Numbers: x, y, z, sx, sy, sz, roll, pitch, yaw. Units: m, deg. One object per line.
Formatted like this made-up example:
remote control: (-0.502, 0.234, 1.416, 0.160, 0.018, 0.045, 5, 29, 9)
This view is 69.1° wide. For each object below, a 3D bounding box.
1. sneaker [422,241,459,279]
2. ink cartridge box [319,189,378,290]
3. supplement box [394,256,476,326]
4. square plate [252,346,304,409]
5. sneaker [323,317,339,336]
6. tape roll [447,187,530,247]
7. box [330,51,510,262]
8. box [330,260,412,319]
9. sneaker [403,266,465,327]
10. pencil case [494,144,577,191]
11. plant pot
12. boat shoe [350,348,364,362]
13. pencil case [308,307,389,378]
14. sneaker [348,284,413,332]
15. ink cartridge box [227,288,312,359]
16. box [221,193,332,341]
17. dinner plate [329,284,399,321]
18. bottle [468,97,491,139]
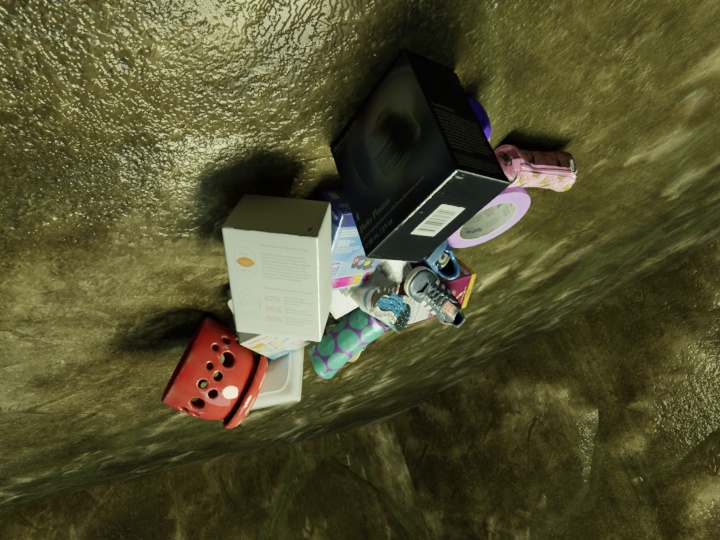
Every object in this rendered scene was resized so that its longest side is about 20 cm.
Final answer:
sneaker: (0.148, -0.051, 1.107, 0.074, 0.082, 0.199, -48, 127, 0)
ink cartridge box: (-0.019, -0.068, 0.940, 0.134, 0.076, 0.204, -11, 133, -39)
supplement box: (0.156, 0.034, 1.241, 0.196, 0.131, 0.106, -12, 130, -32)
square plate: (-0.215, 0.223, 1.258, 0.194, 0.206, 0.028, -18, 148, 33)
sneaker: (-0.051, 0.139, 1.369, 0.075, 0.114, 0.200, -25, 156, 13)
tape roll: (0.260, -0.131, 1.120, 0.195, 0.067, 0.201, -19, 156, -8)
box: (0.072, -0.151, 0.746, 0.121, 0.203, 0.200, 3, 147, -39)
box: (0.000, 0.000, 1.100, 0.197, 0.061, 0.118, -30, 116, 10)
sneaker: (0.166, 0.061, 1.108, 0.076, 0.084, 0.199, -52, 137, 3)
pencil case: (0.338, -0.198, 1.020, 0.195, 0.085, 0.087, -3, 151, -34)
plant pot: (-0.314, 0.234, 1.158, 0.180, 0.204, 0.201, 31, 137, -13)
boat shoe: (-0.007, 0.151, 1.272, 0.072, 0.063, 0.205, -9, 127, -35)
pencil case: (-0.026, 0.150, 1.161, 0.199, 0.086, 0.092, -42, 169, 19)
sneaker: (0.042, 0.066, 1.073, 0.199, 0.085, 0.077, 39, 75, -55)
ink cartridge box: (-0.193, 0.097, 1.142, 0.126, 0.128, 0.200, -23, 157, 7)
box: (-0.126, -0.003, 0.847, 0.147, 0.107, 0.205, 6, 125, 6)
dinner plate: (-0.010, 0.027, 1.160, 0.193, 0.024, 0.206, -2, 116, -4)
bottle: (0.180, -0.197, 0.885, 0.064, 0.085, 0.201, -21, 156, 1)
